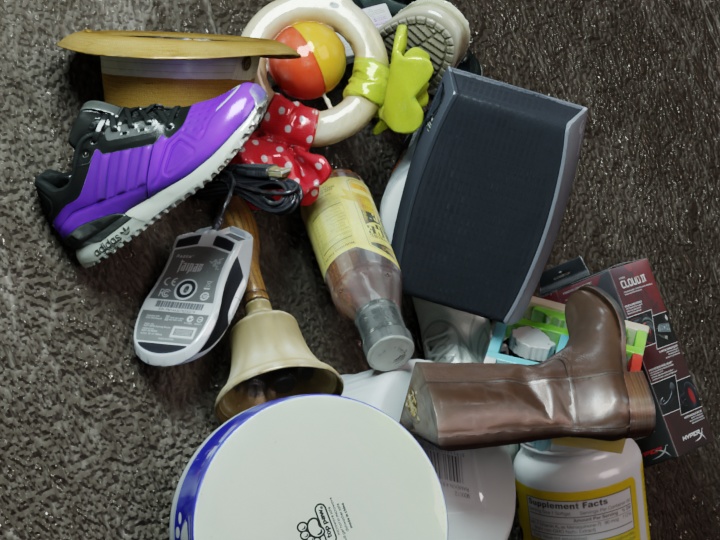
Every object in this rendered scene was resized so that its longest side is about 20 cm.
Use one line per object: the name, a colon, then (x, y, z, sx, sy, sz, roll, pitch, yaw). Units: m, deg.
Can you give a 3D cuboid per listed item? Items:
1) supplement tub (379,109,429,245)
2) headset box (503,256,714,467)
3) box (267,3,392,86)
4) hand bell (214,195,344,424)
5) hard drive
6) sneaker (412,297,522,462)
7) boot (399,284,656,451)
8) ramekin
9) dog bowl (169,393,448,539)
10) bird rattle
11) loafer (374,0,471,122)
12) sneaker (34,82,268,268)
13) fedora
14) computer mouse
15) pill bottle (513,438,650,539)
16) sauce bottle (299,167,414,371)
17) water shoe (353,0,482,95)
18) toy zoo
supplement tub: (0.089, -0.077, 1.850, 0.123, 0.122, 0.200, 54, 21, -14)
headset box: (0.215, 0.089, 1.913, 0.075, 0.148, 0.201, -14, 82, -52)
box: (-0.045, -0.195, 1.837, 0.200, 0.039, 0.042, -23, 88, -46)
hand bell: (-0.085, 0.019, 1.679, 0.104, 0.104, 0.201, 18, 46, -43)
hard drive: (0.101, -0.056, 1.722, 0.134, 0.201, 0.042, 17, 25, 2)
sneaker: (0.090, 0.089, 1.839, 0.081, 0.075, 0.201, -22, 88, -42)
boot: (0.120, 0.077, 1.694, 0.199, 0.064, 0.187, -4, 33, -11)
ramekin: (0.038, 0.170, 1.713, 0.200, 0.098, 0.201, 25, 53, -39)
dog bowl: (-0.038, 0.193, 1.557, 0.199, 0.079, 0.201, 3, 81, -16)
bird rattle: (-0.038, -0.148, 1.739, 0.164, 0.199, 0.113, 62, 2, 7)
loafer: (0.048, -0.193, 1.832, 0.076, 0.200, 0.068, 38, 66, -4)
sneaker: (-0.163, -0.092, 1.546, 0.100, 0.200, 0.070, 51, 20, -10)
fedora: (-0.142, -0.144, 1.632, 0.200, 0.200, 0.082, -6, 103, -50)
computer mouse: (-0.119, -0.001, 1.641, 0.201, 0.109, 0.044, -67, 148, -29)
pill bottle: (0.192, 0.205, 1.808, 0.114, 0.114, 0.201, -28, 116, -51)
sauce bottle: (0.000, 0.000, 1.730, 0.066, 0.066, 0.200, 25, 31, -39)
water shoe: (0.058, -0.229, 1.951, 0.200, 0.079, 0.072, 33, 50, -34)
toy zoo: (0.167, 0.091, 1.753, 0.131, 0.021, 0.200, 14, 33, 6)
